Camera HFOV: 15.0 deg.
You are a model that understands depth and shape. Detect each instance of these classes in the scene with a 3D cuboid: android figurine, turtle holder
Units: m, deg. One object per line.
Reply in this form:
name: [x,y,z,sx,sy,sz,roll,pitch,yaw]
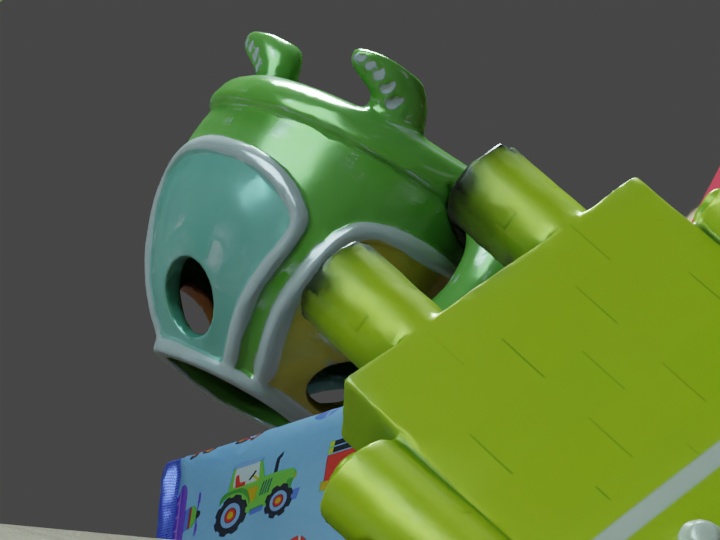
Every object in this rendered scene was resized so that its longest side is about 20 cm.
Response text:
android figurine: [0.080,0.046,0.797,0.182,0.041,0.200,-32,59,-25]
turtle holder: [0.000,0.003,1.066,0.185,0.141,0.132,26,77,24]

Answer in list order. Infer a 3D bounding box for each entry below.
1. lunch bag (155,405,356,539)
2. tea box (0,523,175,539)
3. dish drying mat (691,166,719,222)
lunch bag: [-0.002,0.140,0.835,0.150,0.094,0.200,-20,36,33]
tea box: [-0.044,0.172,0.630,0.200,0.133,0.197,16,98,64]
dish drying mat: [0.144,-0.008,0.984,0.077,0.018,0.200,-19,28,38]
